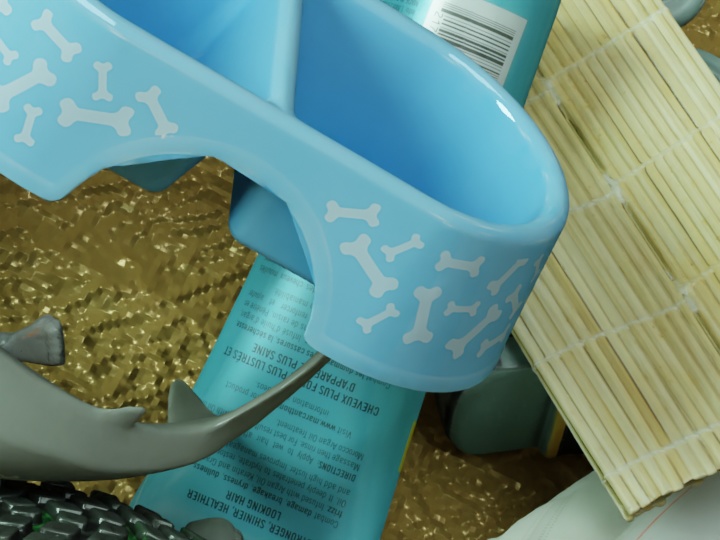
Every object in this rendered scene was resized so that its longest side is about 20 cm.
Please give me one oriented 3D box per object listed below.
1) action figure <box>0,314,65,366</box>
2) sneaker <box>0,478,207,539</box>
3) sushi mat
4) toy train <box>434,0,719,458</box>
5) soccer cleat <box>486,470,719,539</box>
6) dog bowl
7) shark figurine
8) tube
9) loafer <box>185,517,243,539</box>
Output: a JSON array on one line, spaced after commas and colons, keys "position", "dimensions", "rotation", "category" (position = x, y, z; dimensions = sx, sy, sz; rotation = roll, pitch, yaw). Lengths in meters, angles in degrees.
[{"position": [-0.186, 0.030, 0.839], "dimensions": [0.193, 0.105, 0.200], "rotation": [-20, 94, -19], "category": "action figure"}, {"position": [-0.118, 0.098, 0.773], "dimensions": [0.200, 0.078, 0.085], "rotation": [3, 99, -6], "category": "sneaker"}, {"position": [0.074, -0.025, 0.892], "dimensions": [0.096, 0.012, 0.200], "rotation": [-27, 62, -7], "category": "sushi mat"}, {"position": [0.065, -0.032, 0.946], "dimensions": [0.114, 0.085, 0.200], "rotation": [-7, 63, -11], "category": "toy train"}, {"position": [0.059, 0.099, 0.873], "dimensions": [0.200, 0.069, 0.078], "rotation": [-12, 33, -28], "category": "soccer cleat"}, {"position": [-0.031, -0.046, 0.778], "dimensions": [0.200, 0.050, 0.111], "rotation": [29, 30, -16], "category": "dog bowl"}, {"position": [-0.100, 0.009, 0.758], "dimensions": [0.214, 0.090, 0.128], "rotation": [25, 33, -15], "category": "shark figurine"}, {"position": [0.000, 0.000, 0.873], "dimensions": [0.077, 0.050, 0.200], "rotation": [22, 87, 20], "category": "tube"}, {"position": [-0.067, 0.160, 0.803], "dimensions": [0.070, 0.075, 0.200], "rotation": [-2, 50, 7], "category": "loafer"}]
